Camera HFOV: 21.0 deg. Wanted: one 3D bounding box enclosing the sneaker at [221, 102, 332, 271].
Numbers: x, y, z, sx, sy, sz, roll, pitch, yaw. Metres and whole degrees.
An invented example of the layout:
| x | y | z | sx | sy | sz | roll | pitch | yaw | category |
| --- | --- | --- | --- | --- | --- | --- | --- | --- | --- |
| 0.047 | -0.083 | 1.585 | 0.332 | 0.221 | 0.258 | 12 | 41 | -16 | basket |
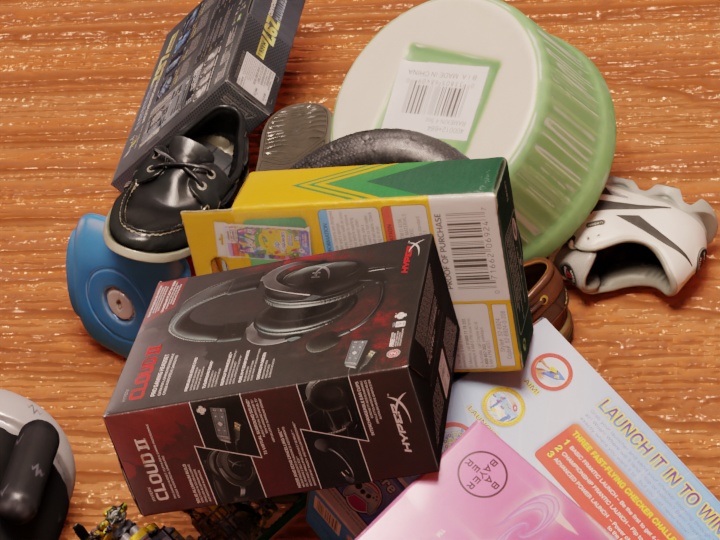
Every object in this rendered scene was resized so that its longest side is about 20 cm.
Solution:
| x | y | z | sx | sy | sz | roll | pitch | yaw | category |
| --- | --- | --- | --- | --- | --- | --- | --- | --- | --- |
| -0.041 | -0.022 | 1.424 | 0.074 | 0.106 | 0.200 | -4 | 42 | 19 | sneaker |

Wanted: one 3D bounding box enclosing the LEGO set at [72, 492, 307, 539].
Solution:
| x | y | z | sx | sy | sz | roll | pitch | yaw | category |
| --- | --- | --- | --- | --- | --- | --- | --- | --- | --- |
| -0.113 | 0.132 | 1.241 | 0.200 | 0.154 | 0.116 | -42 | 78 | -15 | LEGO set |

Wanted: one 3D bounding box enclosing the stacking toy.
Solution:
| x | y | z | sx | sy | sz | roll | pitch | yaw | category |
| --- | --- | --- | --- | --- | --- | --- | --- | --- | --- |
| -0.117 | -0.021 | 1.459 | 0.109 | 0.116 | 0.200 | 23 | 41 | 27 | stacking toy |

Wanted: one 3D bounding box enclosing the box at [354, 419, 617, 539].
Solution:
| x | y | z | sx | sy | sz | roll | pitch | yaw | category |
| --- | --- | --- | --- | --- | --- | --- | --- | --- | --- |
| 0.075 | 0.219 | 1.069 | 0.200 | 0.097 | 0.176 | 41 | 66 | 18 | box |

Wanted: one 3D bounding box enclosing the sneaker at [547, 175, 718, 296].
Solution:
| x | y | z | sx | sy | sz | roll | pitch | yaw | category |
| --- | --- | --- | --- | --- | --- | --- | --- | --- | --- |
| 0.152 | -0.029 | 1.419 | 0.199 | 0.074 | 0.089 | 10 | 45 | 22 | sneaker |

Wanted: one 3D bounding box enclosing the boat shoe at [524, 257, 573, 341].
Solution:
| x | y | z | sx | sy | sz | roll | pitch | yaw | category |
| --- | --- | --- | --- | --- | --- | --- | --- | --- | --- |
| 0.056 | 0.048 | 1.361 | 0.199 | 0.068 | 0.072 | -24 | 45 | -14 | boat shoe |

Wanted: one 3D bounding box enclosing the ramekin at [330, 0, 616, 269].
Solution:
| x | y | z | sx | sy | sz | roll | pitch | yaw | category |
| --- | --- | --- | --- | --- | --- | --- | --- | --- | --- |
| 0.074 | -0.100 | 1.401 | 0.199 | 0.098 | 0.201 | -14 | 62 | 29 | ramekin |

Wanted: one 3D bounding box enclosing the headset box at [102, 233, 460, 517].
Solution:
| x | y | z | sx | sy | sz | roll | pitch | yaw | category |
| --- | --- | --- | --- | --- | --- | --- | --- | --- | --- |
| -0.050 | 0.061 | 1.134 | 0.199 | 0.078 | 0.149 | -9 | 28 | 14 | headset box |

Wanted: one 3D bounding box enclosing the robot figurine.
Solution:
| x | y | z | sx | sy | sz | roll | pitch | yaw | category |
| --- | --- | --- | --- | --- | --- | --- | --- | --- | --- |
| -0.259 | 0.166 | 1.255 | 0.150 | 0.125 | 0.200 | 1 | 42 | 14 | robot figurine |

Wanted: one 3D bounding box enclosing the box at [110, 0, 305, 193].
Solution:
| x | y | z | sx | sy | sz | roll | pitch | yaw | category |
| --- | --- | --- | --- | --- | --- | --- | --- | --- | --- |
| -0.117 | -0.159 | 1.565 | 0.158 | 0.051 | 0.200 | -36 | 27 | 37 | box |

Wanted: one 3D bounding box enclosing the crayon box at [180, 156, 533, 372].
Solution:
| x | y | z | sx | sy | sz | roll | pitch | yaw | category |
| --- | --- | --- | --- | --- | --- | --- | --- | --- | --- |
| 0.000 | 0.000 | 1.214 | 0.199 | 0.126 | 0.052 | -2 | 30 | 15 | crayon box |

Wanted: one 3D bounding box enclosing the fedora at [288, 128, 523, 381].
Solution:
| x | y | z | sx | sy | sz | roll | pitch | yaw | category |
| --- | --- | --- | --- | --- | --- | --- | --- | --- | --- |
| 0.020 | -0.005 | 1.300 | 0.200 | 0.202 | 0.092 | 4 | 16 | 15 | fedora |

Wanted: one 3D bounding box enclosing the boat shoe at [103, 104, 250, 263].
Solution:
| x | y | z | sx | sy | sz | roll | pitch | yaw | category |
| --- | --- | --- | --- | --- | --- | --- | --- | --- | --- |
| -0.124 | -0.068 | 1.383 | 0.074 | 0.066 | 0.199 | 22 | 27 | 13 | boat shoe |

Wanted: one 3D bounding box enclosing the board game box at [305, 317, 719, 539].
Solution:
| x | y | z | sx | sy | sz | roll | pitch | yaw | category |
| --- | --- | --- | --- | --- | --- | --- | --- | --- | --- |
| 0.103 | 0.160 | 1.197 | 0.195 | 0.056 | 0.200 | -33 | 67 | -23 | board game box |
